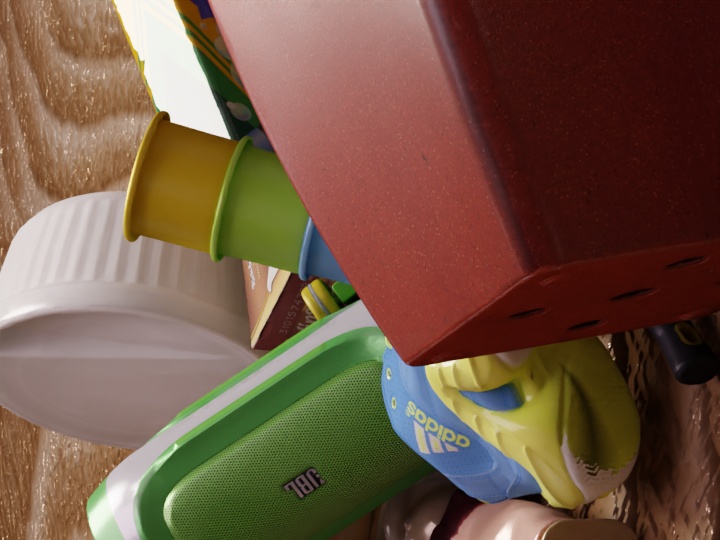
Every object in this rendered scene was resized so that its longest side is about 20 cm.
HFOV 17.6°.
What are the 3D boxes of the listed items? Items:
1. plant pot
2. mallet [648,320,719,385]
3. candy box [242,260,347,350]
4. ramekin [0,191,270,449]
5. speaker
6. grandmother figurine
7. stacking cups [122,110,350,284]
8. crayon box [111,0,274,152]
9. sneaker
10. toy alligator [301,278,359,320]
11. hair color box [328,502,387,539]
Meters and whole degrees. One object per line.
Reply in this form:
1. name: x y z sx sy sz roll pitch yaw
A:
1. plant pot: 0.077 -0.073 0.828 0.200 0.199 0.177 139 119 -66
2. mallet: 0.087 -0.026 0.956 0.200 0.066 0.041 -109 30 -48
3. candy box: -0.033 -0.066 1.348 0.117 0.056 0.201 121 149 -53
4. ramekin: -0.137 0.030 1.446 0.202 0.201 0.095 126 154 -59
5. speaker: -0.027 0.083 1.090 0.089 0.200 0.088 54 -171 -13
6. grandmother figurine: 0.057 0.130 1.045 0.122 0.060 0.200 -55 15 -3
7. stacking cups: -0.001 -0.013 1.016 0.061 0.199 0.061 17 -90 -87
8. crayon box: -0.049 -0.116 1.140 0.052 0.125 0.201 -53 50 41
9. sneaker: 0.029 0.014 0.952 0.105 0.076 0.201 -27 90 47
10. toy alligator: 0.000 0.000 1.165 0.200 0.059 0.054 54 -176 14
11. hair color box: -0.035 0.187 1.168 0.109 0.065 0.201 44 -129 -62
